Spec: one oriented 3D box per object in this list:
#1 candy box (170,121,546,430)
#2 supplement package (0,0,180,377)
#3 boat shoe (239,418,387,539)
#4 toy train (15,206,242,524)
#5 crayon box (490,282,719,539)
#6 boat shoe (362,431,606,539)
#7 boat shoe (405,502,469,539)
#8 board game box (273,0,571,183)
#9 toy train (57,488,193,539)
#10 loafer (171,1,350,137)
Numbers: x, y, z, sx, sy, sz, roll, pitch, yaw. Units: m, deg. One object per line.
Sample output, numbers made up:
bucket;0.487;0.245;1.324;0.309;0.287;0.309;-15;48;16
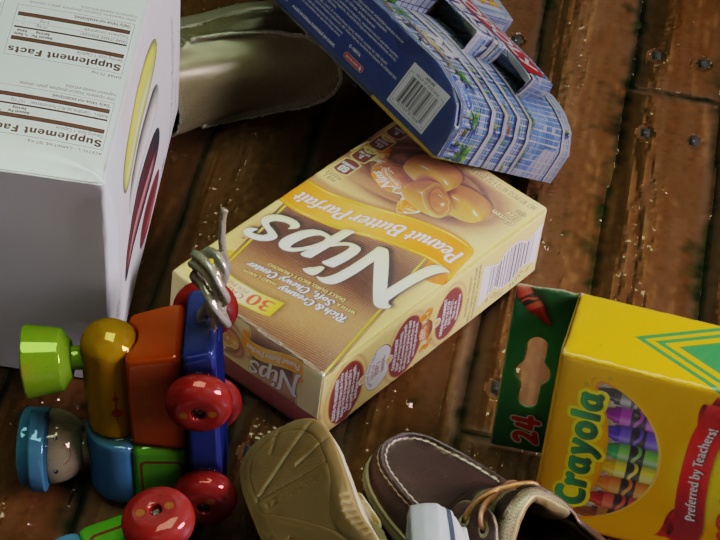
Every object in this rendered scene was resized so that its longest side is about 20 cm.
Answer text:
candy box;0.000;0.000;1.344;0.115;0.055;0.200;33;48;26
supplement package;-0.187;-0.080;1.284;0.147;0.191;0.200;9;56;2
boat shoe;-0.008;0.160;1.159;0.074;0.069;0.200;-26;40;11
toy train;-0.120;0.040;1.184;0.115;0.200;0.085;0;43;0
crayon box;0.165;0.087;1.220;0.200;0.127;0.051;13;43;9
boat shoe;0.083;0.134;1.197;0.072;0.072;0.200;-29;53;-32
boat shoe;0.061;0.203;1.127;0.067;0.074;0.200;-2;56;-6
board game box;0.046;-0.142;1.435;0.200;0.062;0.200;46;19;24
toy train;-0.106;0.203;1.090;0.116;0.085;0.200;-18;47;-10
loafer;-0.101;-0.118;1.452;0.200;0.076;0.068;-3;45;2
